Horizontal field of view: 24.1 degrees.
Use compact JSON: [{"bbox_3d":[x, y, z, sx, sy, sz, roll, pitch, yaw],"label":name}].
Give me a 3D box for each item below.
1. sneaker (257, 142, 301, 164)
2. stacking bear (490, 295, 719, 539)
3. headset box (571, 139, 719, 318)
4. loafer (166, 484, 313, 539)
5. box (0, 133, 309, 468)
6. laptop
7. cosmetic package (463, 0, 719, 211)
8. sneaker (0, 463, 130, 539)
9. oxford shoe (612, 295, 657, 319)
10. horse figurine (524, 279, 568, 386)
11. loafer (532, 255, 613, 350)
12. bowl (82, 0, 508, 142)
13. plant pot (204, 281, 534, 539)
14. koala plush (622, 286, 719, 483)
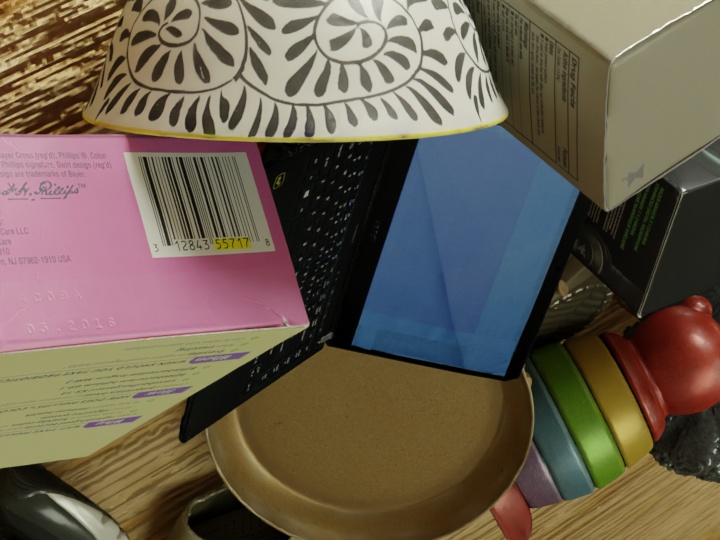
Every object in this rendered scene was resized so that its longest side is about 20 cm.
[{"bbox_3d":[-0.052,-0.011,0.932,0.095,0.079,0.200,-19,148,-47],"label":"sneaker"},{"bbox_3d":[0.165,0.092,1.165,0.200,0.122,0.114,-28,167,2],"label":"stacking bear"},{"bbox_3d":[0.180,-0.081,0.986,0.174,0.200,0.093,-19,139,-32],"label":"headset box"},{"bbox_3d":[-0.039,0.159,1.113,0.200,0.076,0.068,-25,148,-24],"label":"loafer"},{"bbox_3d":[-0.158,0.021,0.767,0.176,0.097,0.200,-4,160,-43],"label":"box"},{"bbox_3d":[0.018,0.010,0.889,0.200,0.103,0.178,-33,149,-47],"label":"laptop"},{"bbox_3d":[0.086,-0.135,0.831,0.087,0.200,0.104,-31,145,-20],"label":"cosmetic package"},{"bbox_3d":[-0.181,0.186,0.998,0.085,0.074,0.200,-47,149,-23],"label":"sneaker"},{"bbox_3d":[0.224,-0.065,1.171,0.071,0.071,0.200,30,97,-20],"label":"oxford shoe"},{"bbox_3d":[0.088,0.018,1.086,0.050,0.132,0.200,17,101,-37],"label":"horse figurine"},{"bbox_3d":[0.142,-0.013,1.140,0.076,0.068,0.200,1,142,-45],"label":"loafer"},{"bbox_3d":[-0.030,-0.119,0.782,0.200,0.200,0.095,-9,106,-39],"label":"bowl"},{"bbox_3d":[0.005,0.086,1.023,0.199,0.028,0.201,0,121,0],"label":"plant pot"},{"bbox_3d":[0.292,0.067,1.300,0.200,0.184,0.178,-9,135,-56],"label":"koala plush"}]
